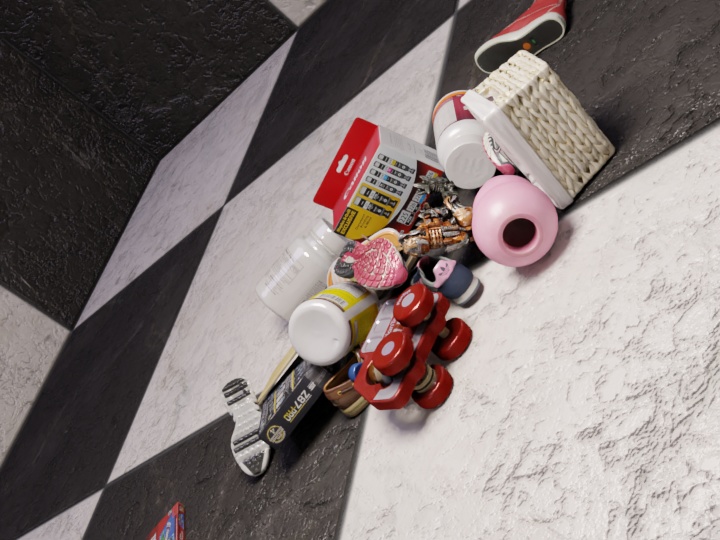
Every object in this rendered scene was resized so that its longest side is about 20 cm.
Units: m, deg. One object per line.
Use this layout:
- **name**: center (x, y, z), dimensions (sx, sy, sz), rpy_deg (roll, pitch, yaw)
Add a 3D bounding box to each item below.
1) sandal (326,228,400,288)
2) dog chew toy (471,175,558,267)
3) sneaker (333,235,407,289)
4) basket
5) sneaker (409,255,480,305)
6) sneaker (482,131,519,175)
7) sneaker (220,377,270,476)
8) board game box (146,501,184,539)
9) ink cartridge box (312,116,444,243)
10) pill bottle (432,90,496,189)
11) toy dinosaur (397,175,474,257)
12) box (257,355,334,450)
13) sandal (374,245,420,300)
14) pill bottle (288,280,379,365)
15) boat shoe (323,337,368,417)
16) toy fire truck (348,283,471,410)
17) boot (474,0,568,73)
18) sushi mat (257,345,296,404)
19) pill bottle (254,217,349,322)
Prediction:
- **sandal**: center (-0.005, -0.007, 1.761), dimensions (0.207, 0.079, 0.059), rpy_deg (-42, -4, 37)
- **dog chew toy**: center (0.223, -0.086, 1.438), dimensions (0.125, 0.124, 0.200), rpy_deg (-45, 15, 16)
- **sneaker**: center (0.030, -0.006, 1.546), dimensions (0.081, 0.074, 0.200), rpy_deg (-64, 22, -3)
- **basket**: center (0.266, -0.214, 1.435), dimensions (0.123, 0.200, 0.136), rpy_deg (-43, 24, 9)
- **sneaker**: center (0.117, 0.001, 1.547), dimensions (0.070, 0.082, 0.200), rpy_deg (-56, 20, -11)
- **sneaker**: center (0.260, -0.236, 1.625), dimensions (0.074, 0.080, 0.201), rpy_deg (-29, 32, 39)
- **sneaker**: center (-0.196, 0.290, 1.750), dimensions (0.075, 0.081, 0.201), rpy_deg (-22, 47, 4)
- **board game box**: center (-0.362, 0.527, 1.779), dimensions (0.103, 0.019, 0.200), rpy_deg (-49, 23, 12)
- **ink cartridge box**: center (0.028, -0.151, 1.759), dimensions (0.084, 0.174, 0.201), rpy_deg (-94, 29, -58)
- **pill bottle**: center (0.188, -0.233, 1.719), dimensions (0.109, 0.109, 0.201), rpy_deg (-41, 25, 24)
- **toy dinosaur**: center (0.148, -0.077, 1.547), dimensions (0.136, 0.198, 0.103), rpy_deg (49, 133, 46)
- **box**: center (-0.111, 0.206, 1.670), dimensions (0.162, 0.049, 0.200), rpy_deg (-54, 8, 5)
- **sandal**: center (0.058, -0.011, 1.668), dimensions (0.082, 0.054, 0.200), rpy_deg (-54, 7, -30)
- **pill bottle**: center (-0.035, 0.081, 1.616), dimensions (0.109, 0.110, 0.200), rpy_deg (-41, -5, 24)
- **boat shoe**: center (0.020, 0.144, 1.544), dimensions (0.200, 0.067, 0.072), rpy_deg (-49, 23, 8)
- **toy fire truck**: center (0.058, 0.119, 1.439), dimensions (0.167, 0.112, 0.201), rpy_deg (-14, 43, 52)
- **boot**: center (0.317, -0.471, 1.877), dimensions (0.199, 0.072, 0.145), rpy_deg (-23, 35, 36)
- **sushi mat**: center (-0.126, 0.153, 1.712), dimensions (0.200, 0.012, 0.096), rpy_deg (-54, 5, 38)
- **pill bottle**: center (-0.111, -0.003, 1.946), dimensions (0.200, 0.114, 0.114), rpy_deg (-49, 23, 8)
